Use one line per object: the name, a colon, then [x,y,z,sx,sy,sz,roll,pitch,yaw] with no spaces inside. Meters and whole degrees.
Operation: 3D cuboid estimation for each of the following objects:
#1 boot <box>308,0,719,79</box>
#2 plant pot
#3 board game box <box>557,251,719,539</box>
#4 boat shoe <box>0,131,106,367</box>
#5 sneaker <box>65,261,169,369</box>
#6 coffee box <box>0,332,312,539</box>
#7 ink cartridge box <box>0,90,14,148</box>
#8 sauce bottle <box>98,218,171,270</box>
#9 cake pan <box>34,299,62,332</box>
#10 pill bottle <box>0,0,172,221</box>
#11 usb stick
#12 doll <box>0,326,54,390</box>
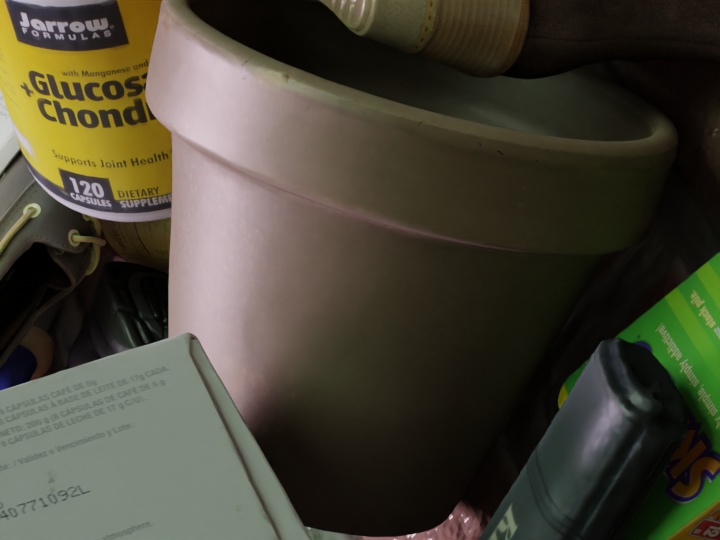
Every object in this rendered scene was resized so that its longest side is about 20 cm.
boot: [0.052,-0.128,1.150,0.200,0.166,0.072,-120,38,-54]
plant pot: [0.000,0.000,1.123,0.200,0.200,0.175,40,118,56]
board game box: [0.148,0.025,1.025,0.200,0.030,0.096,-39,40,29]
boat shoe: [-0.148,-0.008,1.286,0.060,0.072,0.202,34,67,17]
sneaker: [-0.090,0.085,1.285,0.091,0.076,0.200,-57,26,27]
coffee box: [-0.107,0.180,1.022,0.198,0.200,0.200,90,156,-43]
ink cartridge box: [-0.225,-0.016,1.349,0.116,0.068,0.200,29,75,27]
sauce bottle: [-0.046,-0.027,1.297,0.200,0.066,0.066,5,72,53]
cake pan: [-0.206,-0.003,1.519,0.200,0.037,0.200,-33,44,39]
pill bottle: [-0.102,-0.121,1.188,0.112,0.200,0.112,-5,50,6]
usb stick: [0.055,0.112,1.057,0.200,0.033,0.055,-60,30,26]
doll: [-0.156,0.106,1.289,0.200,0.048,0.137,-101,29,-52]
